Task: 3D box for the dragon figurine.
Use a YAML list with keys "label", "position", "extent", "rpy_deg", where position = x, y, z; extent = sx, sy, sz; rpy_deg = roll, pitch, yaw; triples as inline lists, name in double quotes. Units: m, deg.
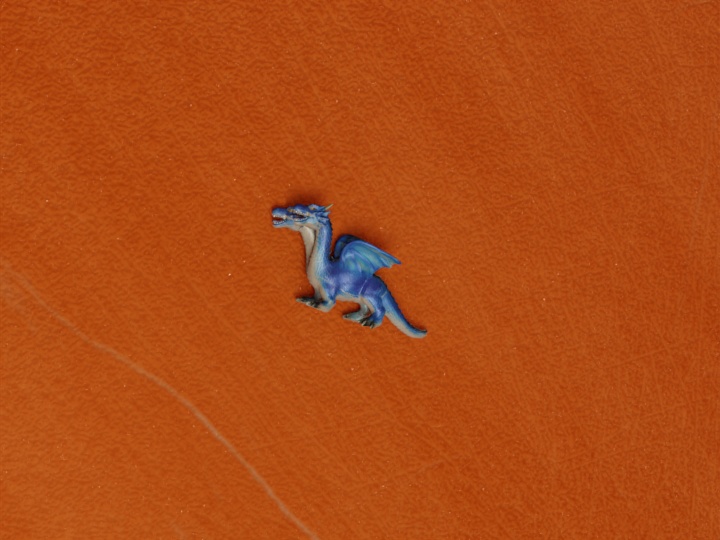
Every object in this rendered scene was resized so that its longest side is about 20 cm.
- label: "dragon figurine"
  position: [0.000, 0.000, 1.469]
  extent: [0.199, 0.059, 0.100]
  rpy_deg: [21, 89, -19]
